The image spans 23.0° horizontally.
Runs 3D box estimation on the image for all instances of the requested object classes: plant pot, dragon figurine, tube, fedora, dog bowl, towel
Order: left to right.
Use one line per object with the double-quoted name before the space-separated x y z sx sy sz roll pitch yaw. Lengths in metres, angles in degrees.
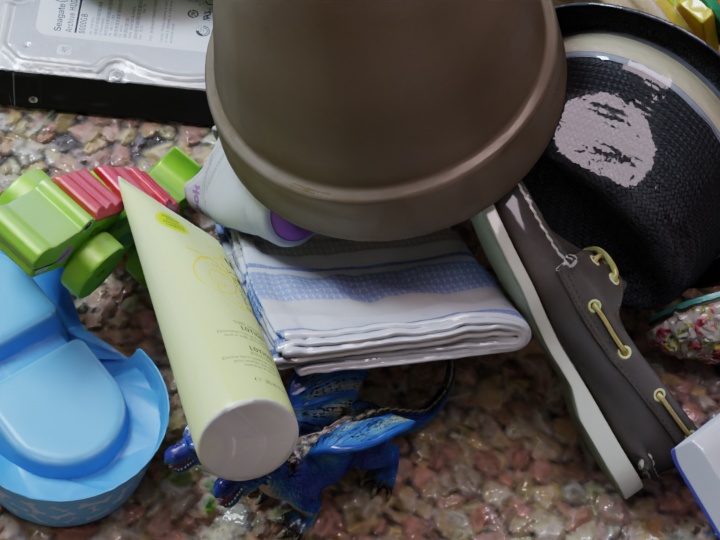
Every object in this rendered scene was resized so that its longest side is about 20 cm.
"dog bowl" -0.187 0.057 0.968 0.111 0.050 0.200 -30 62 -27
"tube" -0.080 0.022 0.905 0.051 0.059 0.201 -12 37 -10
"dragon figurine" -0.010 0.084 0.942 0.199 0.100 0.059 -24 60 -24
"towel" 0.000 0.000 0.999 0.145 0.024 0.200 -5 26 -13
"plant pot" 0.002 -0.143 0.908 0.197 0.174 0.202 -5 61 8
"fedora" 0.144 -0.049 1.006 0.199 0.202 0.092 26 49 12

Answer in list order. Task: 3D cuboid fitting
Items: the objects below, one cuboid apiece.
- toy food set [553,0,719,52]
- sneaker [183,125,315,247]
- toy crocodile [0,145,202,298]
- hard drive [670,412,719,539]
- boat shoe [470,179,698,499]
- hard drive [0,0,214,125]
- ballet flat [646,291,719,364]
"toy food set" 0.163 -0.146 1.089 0.049 0.200 0.198 -40 62 -6
"sneaker" -0.033 -0.104 1.043 0.099 0.075 0.201 9 52 36
"toy crocodile" -0.144 -0.032 0.985 0.067 0.062 0.200 42 18 12
"hard drive" 0.265 0.108 0.961 0.199 0.025 0.133 -28 85 -38
"boat shoe" 0.122 0.024 0.974 0.060 0.072 0.203 -29 98 -1
"hard drive" -0.143 -0.162 1.146 0.197 0.038 0.141 5 52 -3
"ballet flat" 0.266 0.025 1.049 0.198 0.076 0.064 -19 77 -17
